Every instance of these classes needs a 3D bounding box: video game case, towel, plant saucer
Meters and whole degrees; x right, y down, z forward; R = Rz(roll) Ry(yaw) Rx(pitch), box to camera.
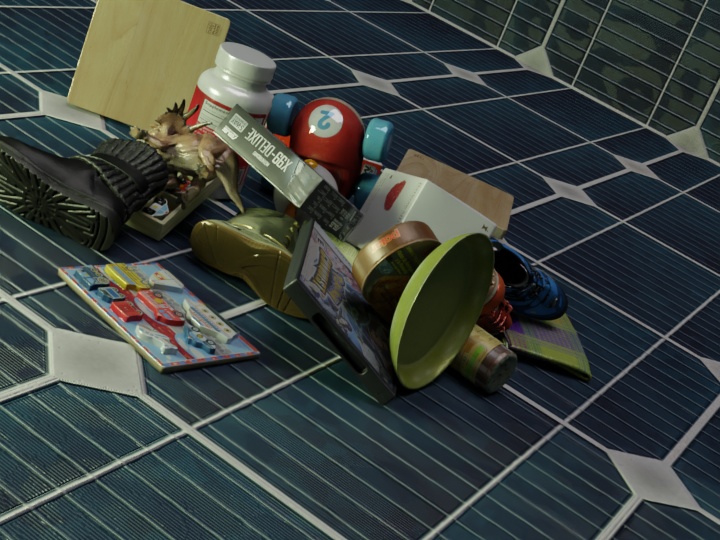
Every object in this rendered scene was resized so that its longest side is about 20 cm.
[{"bbox_3d":[-0.017,0.045,1.503,0.181,0.025,0.200,51,16,-15],"label":"video game case"},{"bbox_3d":[0.249,0.084,1.804,0.142,0.023,0.201,18,23,-15],"label":"towel"},{"bbox_3d":[0.091,0.043,1.485,0.031,0.203,0.199,27,21,27],"label":"plant saucer"}]

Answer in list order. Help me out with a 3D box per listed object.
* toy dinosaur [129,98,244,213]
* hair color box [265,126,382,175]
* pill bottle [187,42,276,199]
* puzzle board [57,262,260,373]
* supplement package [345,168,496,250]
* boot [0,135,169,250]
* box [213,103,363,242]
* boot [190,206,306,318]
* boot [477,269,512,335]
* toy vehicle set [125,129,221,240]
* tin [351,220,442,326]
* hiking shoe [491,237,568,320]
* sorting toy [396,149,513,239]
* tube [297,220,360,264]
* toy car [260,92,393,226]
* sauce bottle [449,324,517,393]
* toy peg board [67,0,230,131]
[{"bbox_3d":[-0.215,-0.155,1.652,0.198,0.087,0.136,25,37,14],"label":"toy dinosaur"},{"bbox_3d":[-0.070,-0.193,2.064,0.197,0.065,0.111,16,21,-14],"label":"hair color box"},{"bbox_3d":[-0.191,-0.214,1.798,0.111,0.202,0.113,20,21,-8],"label":"pill bottle"},{"bbox_3d":[-0.225,0.045,1.419,0.199,0.018,0.150,38,26,31],"label":"puzzle board"},{"bbox_3d":[0.076,-0.051,1.701,0.119,0.122,0.200,32,-1,-17],"label":"supplement package"},{"bbox_3d":[-0.352,-0.124,1.544,0.210,0.080,0.159,32,42,-5],"label":"boot"},{"bbox_3d":[-0.088,-0.122,1.635,0.157,0.050,0.200,42,2,18],"label":"box"},{"bbox_3d":[-0.102,-0.017,1.617,0.198,0.073,0.154,28,19,12],"label":"boot"},{"bbox_3d":[0.168,0.041,1.678,0.106,0.076,0.200,32,-8,-8],"label":"boot"},{"bbox_3d":[-0.271,-0.118,1.681,0.123,0.027,0.200,26,33,7],"label":"toy vehicle set"},{"bbox_3d":[0.057,0.005,1.514,0.042,0.111,0.200,63,6,28],"label":"tin"},{"bbox_3d":[0.215,0.019,1.744,0.199,0.075,0.087,31,5,-24],"label":"hiking shoe"},{"bbox_3d":[0.143,-0.105,2.068,0.197,0.070,0.200,25,21,2],"label":"sorting toy"},{"bbox_3d":[0.000,0.000,1.716,0.198,0.052,0.058,27,52,-1],"label":"tube"},{"bbox_3d":[-0.068,-0.136,1.814,0.182,0.179,0.201,15,33,8],"label":"toy car"},{"bbox_3d":[0.107,0.079,1.617,0.199,0.065,0.064,35,24,30],"label":"sauce bottle"},{"bbox_3d":[-0.325,-0.324,1.948,0.197,0.203,0.098,18,7,-12],"label":"toy peg board"}]
